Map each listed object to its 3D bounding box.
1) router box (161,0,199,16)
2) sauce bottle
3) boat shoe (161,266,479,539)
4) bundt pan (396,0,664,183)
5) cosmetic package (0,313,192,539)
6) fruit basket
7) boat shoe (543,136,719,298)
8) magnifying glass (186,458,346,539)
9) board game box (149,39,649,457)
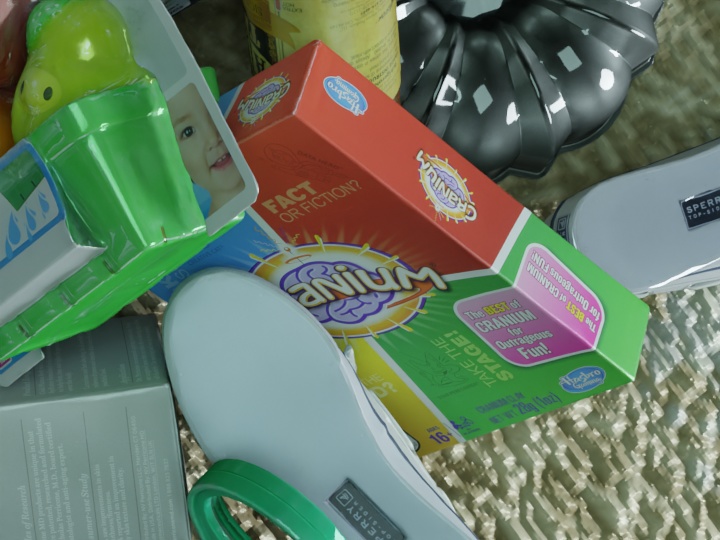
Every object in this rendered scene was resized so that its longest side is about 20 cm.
[{"bbox_3d":[-0.081,-0.201,0.974,0.200,0.052,0.157,-31,88,-1],"label":"router box"},{"bbox_3d":[-0.014,-0.083,0.963,0.066,0.066,0.200,-11,133,-7],"label":"sauce bottle"},{"bbox_3d":[-0.011,0.079,0.993,0.075,0.086,0.202,-43,96,-1],"label":"boat shoe"},{"bbox_3d":[0.052,-0.135,1.044,0.201,0.076,0.202,0,92,-8],"label":"bundt pan"},{"bbox_3d":[-0.178,0.081,1.002,0.199,0.107,0.090,-9,108,-4],"label":"cosmetic package"},{"bbox_3d":[-0.144,-0.073,0.906,0.185,0.094,0.200,-33,88,39],"label":"fruit basket"},{"bbox_3d":[0.163,-0.030,1.068,0.200,0.065,0.074,-8,86,-28],"label":"boat shoe"},{"bbox_3d":[-0.043,0.137,0.988,0.080,0.200,0.022,36,65,11],"label":"magnifying glass"},{"bbox_3d":[0.000,0.000,0.980,0.200,0.153,0.040,37,51,-26],"label":"board game box"}]
